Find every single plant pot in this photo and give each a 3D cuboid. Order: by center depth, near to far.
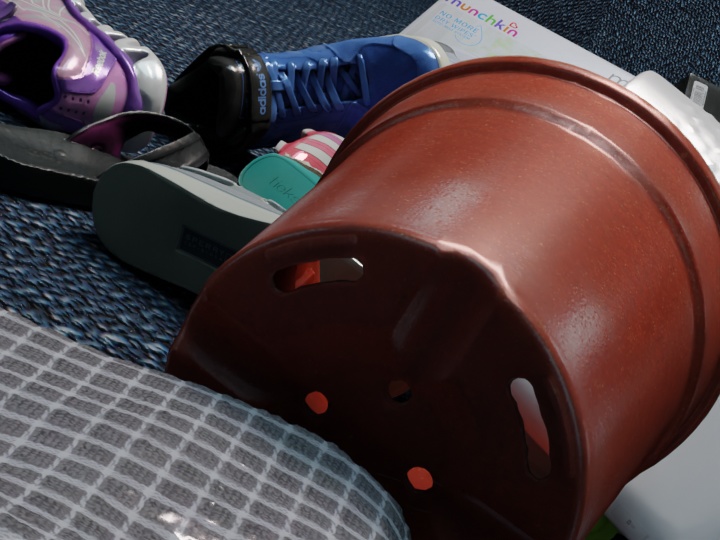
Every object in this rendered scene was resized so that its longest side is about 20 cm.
[{"bbox_3d":[0.034,0.032,0.541,0.200,0.202,0.195,29,24,11],"label":"plant pot"}]

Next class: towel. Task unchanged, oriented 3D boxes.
[{"bbox_3d":[-0.086,0.073,0.378,0.199,0.086,0.166,27,15,1],"label":"towel"}]

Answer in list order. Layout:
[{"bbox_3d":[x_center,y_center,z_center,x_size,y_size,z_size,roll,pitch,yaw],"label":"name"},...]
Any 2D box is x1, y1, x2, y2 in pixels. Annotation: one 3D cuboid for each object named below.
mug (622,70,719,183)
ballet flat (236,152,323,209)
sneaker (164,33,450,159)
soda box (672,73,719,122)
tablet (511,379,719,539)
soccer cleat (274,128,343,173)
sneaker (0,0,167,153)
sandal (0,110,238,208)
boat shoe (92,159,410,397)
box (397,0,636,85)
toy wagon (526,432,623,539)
[{"bbox_3d":[0.157,0.019,0.733,0.175,0.148,0.200,42,49,12],"label":"mug"},{"bbox_3d":[0.000,0.000,0.795,0.072,0.072,0.200,11,23,-44],"label":"ballet flat"},{"bbox_3d":[-0.044,-0.120,0.978,0.199,0.077,0.111,-3,4,31],"label":"sneaker"},{"bbox_3d":[0.217,-0.030,0.992,0.063,0.201,0.071,23,-21,-14],"label":"soda box"},{"bbox_3d":[0.120,0.027,0.661,0.200,0.130,0.014,47,-11,7],"label":"tablet"},{"bbox_3d":[-0.003,-0.047,0.949,0.076,0.067,0.200,37,16,19],"label":"soccer cleat"},{"bbox_3d":[-0.213,-0.144,0.899,0.200,0.081,0.088,37,26,30],"label":"sneaker"},{"bbox_3d":[-0.132,-0.064,0.814,0.075,0.048,0.200,37,19,34],"label":"sandal"},{"bbox_3d":[-0.042,-0.004,0.723,0.200,0.070,0.071,29,21,21],"label":"boat shoe"},{"bbox_3d":[0.104,-0.102,1.091,0.199,0.097,0.176,32,53,19],"label":"box"},{"bbox_3d":[0.157,0.111,0.735,0.199,0.040,0.155,24,16,-8],"label":"toy wagon"}]
